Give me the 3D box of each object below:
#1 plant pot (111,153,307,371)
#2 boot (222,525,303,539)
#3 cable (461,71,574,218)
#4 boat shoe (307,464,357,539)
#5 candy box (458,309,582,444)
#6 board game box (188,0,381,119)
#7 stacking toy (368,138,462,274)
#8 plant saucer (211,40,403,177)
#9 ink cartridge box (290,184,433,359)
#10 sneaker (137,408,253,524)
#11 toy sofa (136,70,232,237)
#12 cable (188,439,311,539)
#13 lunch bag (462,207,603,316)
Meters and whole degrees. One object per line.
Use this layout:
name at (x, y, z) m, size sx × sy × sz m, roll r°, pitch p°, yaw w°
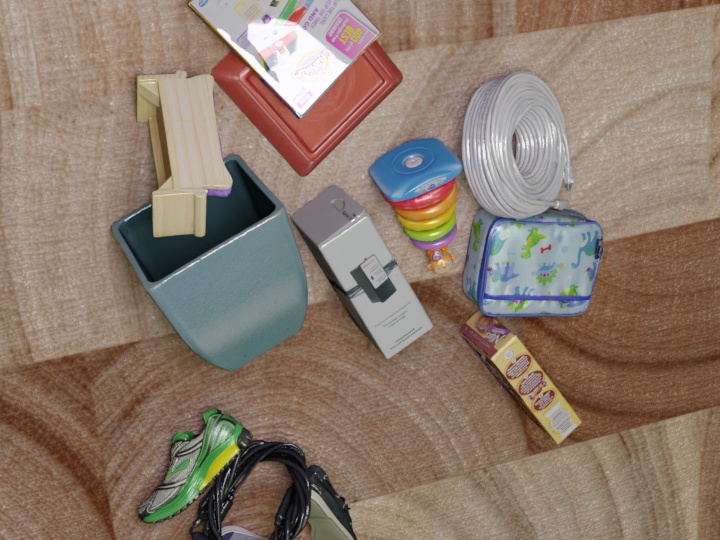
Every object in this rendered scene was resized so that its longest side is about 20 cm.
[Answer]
plant pot at (-0.174, 0.007, 1.584) m, size 0.195 × 0.196 × 0.201 m, roll -31°, pitch 125°, yaw -9°
boot at (-0.122, 0.440, 1.802) m, size 0.198 × 0.090 × 0.073 m, roll 18°, pitch 103°, yaw -25°
cable at (0.216, -0.173, 1.697) m, size 0.199 × 0.069 × 0.203 m, roll -14°, pitch 102°, yaw -48°
boat shoe at (-0.046, 0.358, 1.817) m, size 0.200 × 0.074 × 0.067 m, roll 58°, pitch 42°, yaw -39°
candy box at (0.240, 0.158, 1.834) m, size 0.056 × 0.117 × 0.200 m, roll -42°, pitch 118°, yaw -2°
board game box at (-0.095, -0.316, 1.545) m, size 0.153 × 0.040 × 0.200 m, roll -45°, pitch 99°, yaw -2°
stacking toy at (0.096, -0.072, 1.718) m, size 0.115 × 0.110 × 0.202 m, roll -24°, pitch 127°, yaw -8°
plant saucer at (-0.062, -0.255, 1.617) m, size 0.200 × 0.037 × 0.200 m, roll -44°, pitch 118°, yaw -2°
ink cartridge box at (0.000, 0.000, 1.669) m, size 0.083 × 0.147 × 0.201 m, roll -34°, pitch 116°, yaw -6°
sneaker at (-0.243, 0.275, 1.719) m, size 0.085 × 0.078 × 0.200 m, roll 44°, pitch 95°, yaw 3°
toy sofa at (-0.218, -0.144, 1.498) m, size 0.096 × 0.202 × 0.083 m, roll -5°, pitch 147°, yaw -14°
cable at (-0.145, 0.331, 1.721) m, size 0.200 × 0.163 × 0.051 m, roll -49°, pitch 140°, yaw -8°
lunch bag at (0.255, -0.009, 1.805) m, size 0.197 × 0.082 × 0.163 m, roll 3°, pitch 110°, yaw -21°
